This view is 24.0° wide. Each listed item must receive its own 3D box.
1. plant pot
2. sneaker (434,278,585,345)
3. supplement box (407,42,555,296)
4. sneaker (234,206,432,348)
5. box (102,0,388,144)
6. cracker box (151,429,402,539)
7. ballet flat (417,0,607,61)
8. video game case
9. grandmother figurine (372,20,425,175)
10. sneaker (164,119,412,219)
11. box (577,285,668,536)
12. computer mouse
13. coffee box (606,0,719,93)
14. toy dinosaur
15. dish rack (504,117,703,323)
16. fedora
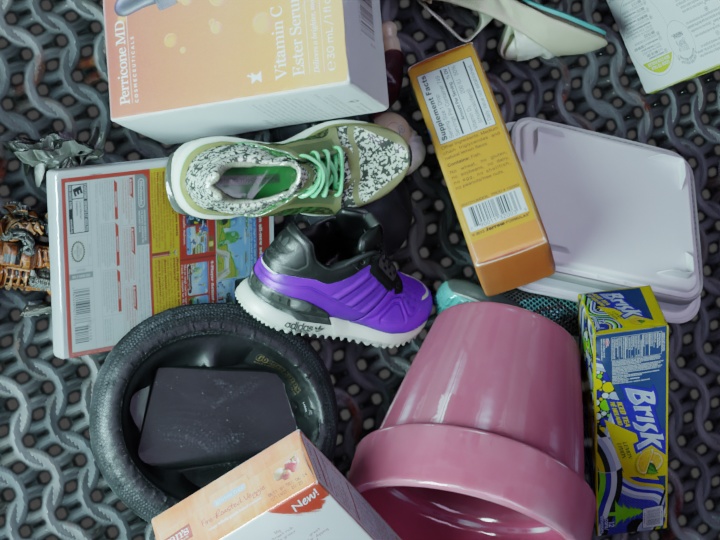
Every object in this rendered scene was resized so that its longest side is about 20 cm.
[{"bbox_3d":[0.100,0.135,1.371,0.198,0.200,0.181,24,60,-14],"label":"plant pot"},{"bbox_3d":[0.155,0.037,1.463,0.198,0.078,0.092,21,61,-18],"label":"sneaker"},{"bbox_3d":[0.100,-0.085,1.407,0.068,0.067,0.202,-18,63,5],"label":"supplement box"},{"bbox_3d":[0.000,0.000,1.356,0.199,0.070,0.100,5,122,-46],"label":"sneaker"},{"bbox_3d":[-0.091,-0.194,1.328,0.198,0.106,0.154,-8,82,16],"label":"box"},{"bbox_3d":[-0.049,0.222,1.289,0.133,0.058,0.200,-32,133,8],"label":"cracker box"},{"bbox_3d":[0.119,-0.221,1.483,0.198,0.069,0.070,25,76,-12],"label":"ballet flat"},{"bbox_3d":[-0.152,-0.016,1.331,0.198,0.017,0.145,-9,104,-37],"label":"video game case"},{"bbox_3d":[-0.012,-0.166,1.429,0.121,0.061,0.201,-33,92,-4],"label":"grandmother figurine"},{"bbox_3d":[-0.046,-0.070,1.309,0.198,0.089,0.078,-10,103,-19],"label":"sneaker"},{"bbox_3d":[0.218,0.118,1.410,0.063,0.070,0.202,-6,119,-2],"label":"box"},{"bbox_3d":[-0.029,-0.092,1.392,0.137,0.053,0.201,-26,101,17],"label":"computer mouse"},{"bbox_3d":[0.335,-0.295,1.486,0.198,0.200,0.199,-25,92,-19],"label":"coffee box"},{"bbox_3d":[-0.232,-0.038,1.337,0.199,0.102,0.137,-19,105,-38],"label":"toy dinosaur"},{"bbox_3d":[0.212,-0.051,1.469,0.198,0.044,0.173,11,60,-16],"label":"dish rack"},{"bbox_3d":[-0.121,0.120,1.338,0.198,0.092,0.203,2,83,-18],"label":"fedora"}]
